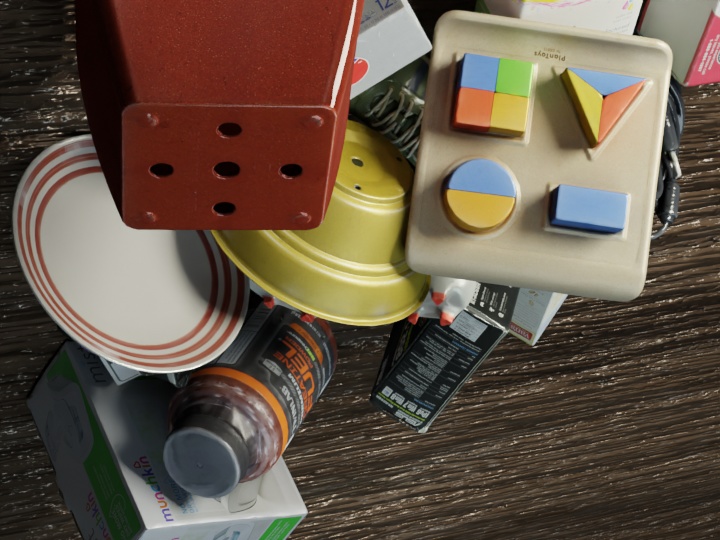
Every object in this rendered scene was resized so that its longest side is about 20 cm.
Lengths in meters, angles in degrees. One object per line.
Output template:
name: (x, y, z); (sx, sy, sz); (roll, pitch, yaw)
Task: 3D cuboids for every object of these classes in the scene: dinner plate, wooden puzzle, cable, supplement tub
dinner plate: (-0.172, -0.011, 1.532); (0.199, 0.201, 0.024); (-2, 155, -38)
wooden puzzle: (0.136, -0.087, 1.549); (0.184, 0.201, 0.046); (8, 179, -2)
cable: (0.234, -0.132, 1.735); (0.051, 0.164, 0.200); (4, 148, 35)
supplement tub: (-0.098, 0.111, 1.766); (0.107, 0.107, 0.200); (-51, -177, 37)

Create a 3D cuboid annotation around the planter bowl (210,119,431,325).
planter bowl: (-0.017, -0.058, 1.587); (0.200, 0.201, 0.084); (-3, 138, -37)

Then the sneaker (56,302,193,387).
sneaker: (-0.180, 0.041, 1.635); (0.200, 0.087, 0.076); (41, 67, -78)

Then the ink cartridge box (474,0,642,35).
ink cartridge box: (0.162, -0.245, 1.566); (0.117, 0.068, 0.200); (-17, 150, -16)

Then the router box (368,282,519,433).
router box: (0.086, 0.025, 1.825); (0.062, 0.200, 0.150); (30, 129, -7)

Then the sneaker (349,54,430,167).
sneaker: (0.046, -0.124, 1.642); (0.067, 0.090, 0.200); (-39, 150, 21)

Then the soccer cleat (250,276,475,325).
soccer cleat: (0.000, 0.000, 1.705); (0.199, 0.078, 0.069); (5, 142, 15)

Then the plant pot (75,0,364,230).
plant pot: (-0.091, -0.135, 1.356); (0.199, 0.177, 0.200); (1, 146, -6)

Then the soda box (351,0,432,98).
soda box: (-0.051, -0.152, 1.541); (0.199, 0.064, 0.068); (-32, 150, 7)

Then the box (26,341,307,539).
box: (-0.174, 0.165, 1.814); (0.176, 0.201, 0.097); (1, 140, -40)

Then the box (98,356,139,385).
box: (-0.184, 0.007, 1.692); (0.116, 0.060, 0.200); (-25, 152, -5)

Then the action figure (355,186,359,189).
action figure: (-0.022, -0.027, 1.765); (0.129, 0.070, 0.200); (-12, 148, 9)

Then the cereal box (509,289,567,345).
cereal box: (0.198, -0.039, 1.894); (0.144, 0.039, 0.200); (-52, 167, -35)

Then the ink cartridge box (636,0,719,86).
ink cartridge box: (0.346, -0.241, 1.693); (0.199, 0.086, 0.148); (-11, 136, -29)
